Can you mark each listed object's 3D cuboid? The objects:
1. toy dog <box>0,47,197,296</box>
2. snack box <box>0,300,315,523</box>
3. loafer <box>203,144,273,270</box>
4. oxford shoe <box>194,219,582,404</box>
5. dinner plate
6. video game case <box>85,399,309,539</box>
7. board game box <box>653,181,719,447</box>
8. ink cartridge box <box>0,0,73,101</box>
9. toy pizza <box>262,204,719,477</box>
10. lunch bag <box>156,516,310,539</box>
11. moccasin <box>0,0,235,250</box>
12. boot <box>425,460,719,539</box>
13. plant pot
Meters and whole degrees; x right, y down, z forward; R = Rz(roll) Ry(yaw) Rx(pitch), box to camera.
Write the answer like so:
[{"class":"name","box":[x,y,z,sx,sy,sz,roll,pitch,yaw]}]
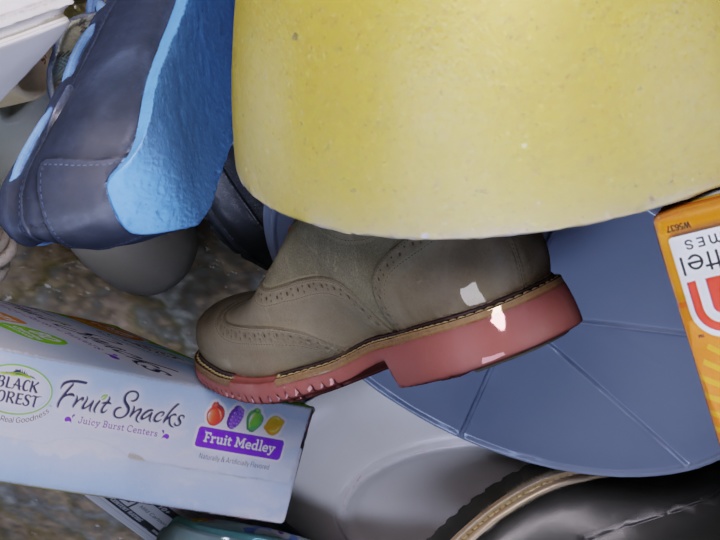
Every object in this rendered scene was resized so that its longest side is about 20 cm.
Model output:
[{"class":"toy dog","box":[-0.128,-0.071,1.089,0.131,0.097,0.200,3,155,9]},{"class":"snack box","box":[-0.138,0.042,1.082,0.199,0.053,0.142,14,-175,-40]},{"class":"loafer","box":[-0.003,-0.022,1.112,0.070,0.068,0.201,-23,135,26]},{"class":"oxford shoe","box":[0.000,0.000,0.997,0.200,0.070,0.075,-13,99,53]},{"class":"dinner plate","box":[0.057,0.096,1.206,0.199,0.024,0.201,1,147,1]},{"class":"video game case","box":[-0.004,0.110,1.303,0.182,0.024,0.200,-27,126,38]},{"class":"board game box","box":[0.234,0.026,0.922,0.199,0.200,0.201,-14,102,22]},{"class":"ink cartridge box","box":[-0.202,-0.122,0.951,0.201,0.085,0.146,56,135,6]},{"class":"toy pizza","box":[0.060,0.004,1.033,0.199,0.032,0.201,18,147,12]},{"class":"lunch bag","box":[-0.003,0.170,1.257,0.199,0.078,0.160,21,170,-6]},{"class":"moccasin","box":[-0.078,-0.070,0.974,0.068,0.200,0.081,-14,109,16]},{"class":"boot","box":[0.120,0.133,1.115,0.199,0.139,0.078,-27,137,2]},{"class":"plant pot","box":[0.045,-0.115,0.908,0.199,0.200,0.143,-3,115,19]}]
